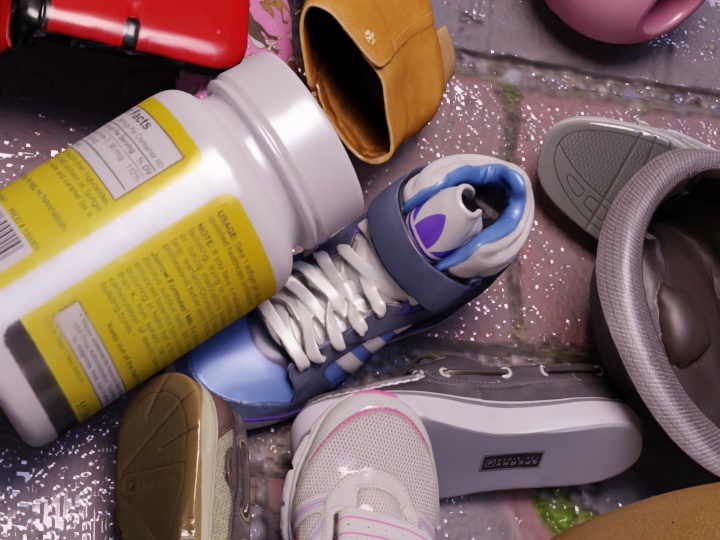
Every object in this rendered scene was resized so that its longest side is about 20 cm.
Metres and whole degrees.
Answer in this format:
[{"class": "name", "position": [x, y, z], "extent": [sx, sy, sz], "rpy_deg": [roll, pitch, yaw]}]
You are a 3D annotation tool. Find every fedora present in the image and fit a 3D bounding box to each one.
[{"class": "fedora", "position": [0.196, 0.037, 0.964], "extent": [0.176, 0.090, 0.201], "rpy_deg": [-29, 85, -30]}]

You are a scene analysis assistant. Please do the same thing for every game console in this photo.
[{"class": "game console", "position": [-0.153, -0.180, 0.942], "extent": [0.171, 0.119, 0.202], "rpy_deg": [10, 61, -19]}]

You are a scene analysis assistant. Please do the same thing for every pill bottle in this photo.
[{"class": "pill bottle", "position": [-0.104, -0.014, 0.843], "extent": [0.199, 0.114, 0.115], "rpy_deg": [-33, 78, -12]}]

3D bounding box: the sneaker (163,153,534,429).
[{"class": "sneaker", "position": [0.000, 0.000, 0.890], "extent": [0.199, 0.147, 0.081], "rpy_deg": [-23, 74, -30]}]

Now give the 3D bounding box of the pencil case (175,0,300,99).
[{"class": "pencil case", "position": [-0.074, -0.149, 0.972], "extent": [0.082, 0.086, 0.202], "rpy_deg": [17, 55, -36]}]

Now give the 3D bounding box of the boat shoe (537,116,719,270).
[{"class": "boat shoe", "position": [0.196, -0.042, 1.045], "extent": [0.200, 0.075, 0.065], "rpy_deg": [16, 16, -10]}]

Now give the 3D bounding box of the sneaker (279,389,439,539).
[{"class": "sneaker", "position": [0.006, 0.155, 0.821], "extent": [0.081, 0.088, 0.202], "rpy_deg": [8, 78, -18]}]

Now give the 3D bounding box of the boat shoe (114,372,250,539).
[{"class": "boat shoe", "position": [-0.080, 0.152, 0.825], "extent": [0.066, 0.071, 0.203], "rpy_deg": [20, 64, -46]}]

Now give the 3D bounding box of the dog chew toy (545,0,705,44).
[{"class": "dog chew toy", "position": [0.139, -0.239, 1.092], "extent": [0.124, 0.125, 0.201], "rpy_deg": [-23, 66, -30]}]

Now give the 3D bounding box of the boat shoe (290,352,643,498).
[{"class": "boat shoe", "position": [0.054, 0.074, 0.927], "extent": [0.198, 0.070, 0.067], "rpy_deg": [-1, 44, -18]}]

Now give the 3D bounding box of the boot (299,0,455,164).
[{"class": "boot", "position": [-0.006, -0.167, 0.964], "extent": [0.203, 0.070, 0.144], "rpy_deg": [66, 24, -12]}]

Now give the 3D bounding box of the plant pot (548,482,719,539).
[{"class": "plant pot", "position": [0.187, 0.176, 0.844], "extent": [0.185, 0.200, 0.188], "rpy_deg": [10, 60, -17]}]
